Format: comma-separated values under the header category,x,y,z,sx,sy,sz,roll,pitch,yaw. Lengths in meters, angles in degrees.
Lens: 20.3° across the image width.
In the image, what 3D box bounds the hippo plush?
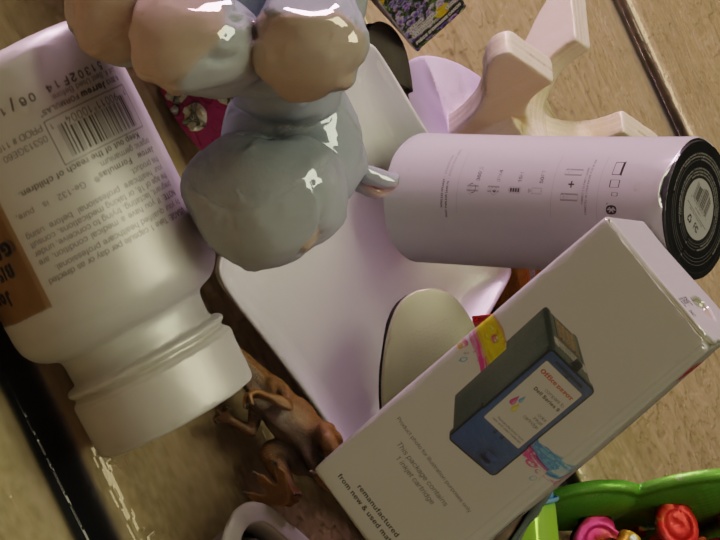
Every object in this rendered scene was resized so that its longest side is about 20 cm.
category,x,y,z,sx,sy,sz,roll,pitch,yaw
hippo plush,-0.060,-0.094,0.992,0.201,0.158,0.162,-68,164,-53

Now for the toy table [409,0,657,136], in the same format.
category,x,y,z,sx,sy,sz,roll,pitch,yaw
toy table,0.117,-0.100,1.420,0.199,0.116,0.186,14,60,-50

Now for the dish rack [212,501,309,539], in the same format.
category,x,y,z,sx,sy,sz,roll,pitch,yaw
dish rack,-0.045,0.243,1.060,0.172,0.043,0.201,46,39,-31

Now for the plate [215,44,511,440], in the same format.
category,x,y,z,sx,sy,sz,roll,pitch,yaw
plate,0.000,0.000,1.228,0.200,0.032,0.201,56,49,-31

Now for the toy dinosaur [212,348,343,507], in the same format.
category,x,y,z,sx,sy,sz,roll,pitch,yaw
toy dinosaur,-0.024,0.105,1.135,0.200,0.060,0.106,51,12,-17

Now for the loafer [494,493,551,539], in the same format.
category,x,y,z,sx,sy,sz,roll,pitch,yaw
loafer,0.073,0.121,1.155,0.062,0.072,0.202,25,88,-11

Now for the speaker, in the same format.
category,x,y,z,sx,sy,sz,roll,pitch,yaw
speaker,0.111,-0.040,1.184,0.081,0.199,0.082,-5,97,-52

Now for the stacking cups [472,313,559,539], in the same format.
category,x,y,z,sx,sy,sz,roll,pitch,yaw
stacking cups,0.093,0.128,1.273,0.060,0.060,0.202,-3,85,-55

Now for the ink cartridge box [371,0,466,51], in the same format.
category,x,y,z,sx,sy,sz,roll,pitch,yaw
ink cartridge box,-0.008,-0.232,1.288,0.109,0.050,0.200,51,3,30

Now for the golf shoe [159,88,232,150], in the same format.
category,x,y,z,sx,sy,sz,roll,pitch,yaw
golf shoe,-0.082,-0.162,1.216,0.091,0.075,0.202,10,65,-56

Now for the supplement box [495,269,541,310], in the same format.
category,x,y,z,sx,sy,sz,roll,pitch,yaw
supplement box,0.136,0.017,1.316,0.200,0.066,0.070,160,-78,-82

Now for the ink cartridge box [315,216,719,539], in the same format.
category,x,y,z,sx,sy,sz,roll,pitch,yaw
ink cartridge box,0.090,0.067,1.046,0.088,0.200,0.145,52,13,8

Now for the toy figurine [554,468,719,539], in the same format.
category,x,y,z,sx,sy,sz,roll,pitch,yaw
toy figurine,0.212,0.242,1.335,0.198,0.150,0.186,8,60,-29

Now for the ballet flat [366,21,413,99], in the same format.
category,x,y,z,sx,sy,sz,roll,pitch,yaw
ballet flat,0.012,-0.065,1.324,0.067,0.046,0.202,7,71,-52

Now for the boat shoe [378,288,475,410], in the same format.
category,x,y,z,sx,sy,sz,roll,pitch,yaw
boat shoe,0.046,0.109,1.210,0.073,0.063,0.203,-15,101,-17

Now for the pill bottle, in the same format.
category,x,y,z,sx,sy,sz,roll,pitch,yaw
pill bottle,-0.138,-0.015,1.012,0.114,0.114,0.201,-35,100,-56
